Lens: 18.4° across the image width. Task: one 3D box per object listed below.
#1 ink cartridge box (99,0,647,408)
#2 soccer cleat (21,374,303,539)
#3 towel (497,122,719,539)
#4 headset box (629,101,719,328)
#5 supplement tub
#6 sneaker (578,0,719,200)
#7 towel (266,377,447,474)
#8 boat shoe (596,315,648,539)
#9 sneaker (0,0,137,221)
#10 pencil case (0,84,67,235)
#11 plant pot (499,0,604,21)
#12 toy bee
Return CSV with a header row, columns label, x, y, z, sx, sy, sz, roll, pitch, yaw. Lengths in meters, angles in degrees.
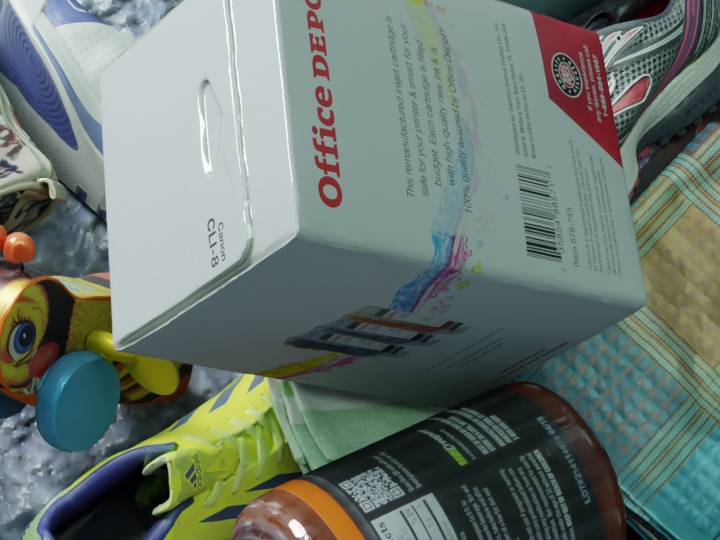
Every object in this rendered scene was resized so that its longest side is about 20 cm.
label,x,y,z,sx,sy,sz,roll,pitch,yaw
ink cartridge box,0.001,-0.038,1.000,0.199,0.144,0.146,13,61,-37
soccer cleat,-0.075,0.097,1.049,0.200,0.084,0.065,-35,76,-26
towel,0.170,0.034,1.099,0.147,0.022,0.200,42,68,7
headset box,0.212,-0.012,1.185,0.149,0.075,0.200,41,62,8
supplement tub,0.015,0.131,0.998,0.199,0.107,0.107,-22,71,-27
sneaker,0.114,-0.083,1.148,0.200,0.080,0.075,-46,123,-26
towel,0.000,0.000,1.096,0.152,0.023,0.201,-6,71,-41
boat shoe,0.120,0.076,1.124,0.063,0.073,0.201,-24,79,-28
sneaker,-0.095,-0.075,1.149,0.115,0.081,0.200,-36,83,-30
pencil case,-0.220,-0.098,1.119,0.089,0.078,0.201,-35,70,17
plant pot,0.079,-0.219,1.196,0.161,0.201,0.201,-42,79,-16
toy bee,-0.143,0.030,1.017,0.130,0.109,0.200,12,19,12
